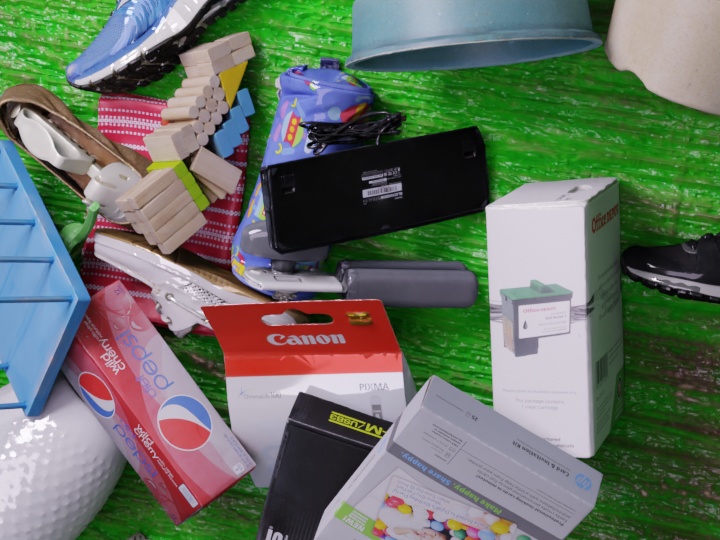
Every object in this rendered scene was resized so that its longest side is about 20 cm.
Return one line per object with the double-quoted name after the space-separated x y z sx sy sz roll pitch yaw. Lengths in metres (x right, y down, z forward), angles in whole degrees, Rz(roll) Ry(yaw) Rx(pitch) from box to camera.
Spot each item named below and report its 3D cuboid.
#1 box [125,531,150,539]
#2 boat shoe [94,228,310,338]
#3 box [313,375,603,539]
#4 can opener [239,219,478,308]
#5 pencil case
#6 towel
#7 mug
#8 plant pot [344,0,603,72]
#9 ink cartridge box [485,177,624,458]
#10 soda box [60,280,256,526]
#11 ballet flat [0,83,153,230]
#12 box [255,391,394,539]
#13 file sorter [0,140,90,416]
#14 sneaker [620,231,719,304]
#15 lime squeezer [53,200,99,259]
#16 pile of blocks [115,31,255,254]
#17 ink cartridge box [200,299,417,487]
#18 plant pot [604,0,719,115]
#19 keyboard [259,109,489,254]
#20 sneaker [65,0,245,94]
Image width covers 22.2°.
-0.151 0.328 1.646 0.200 0.068 0.082 35 108 7 "box"
-0.145 0.026 1.565 0.199 0.071 0.070 25 101 7 "boat shoe"
0.073 0.188 1.446 0.156 0.041 0.200 31 133 -5 "box"
0.000 0.000 1.503 0.199 0.053 0.067 6 107 -16 "can opener"
-0.051 -0.077 1.536 0.087 0.078 0.201 21 105 18 "pencil case"
-0.175 -0.048 1.608 0.144 0.022 0.201 11 103 13 "towel"
-0.310 0.155 1.616 0.175 0.148 0.200 -45 90 6 "mug"
0.078 -0.262 1.415 0.199 0.200 0.197 -6 91 17 "plant pot"
0.158 0.033 1.461 0.084 0.146 0.201 0 99 18 "ink cartridge box"
-0.180 0.112 1.557 0.200 0.070 0.063 53 144 3 "soda box"
-0.235 -0.091 1.568 0.200 0.072 0.068 39 107 6 "ballet flat"
0.013 0.215 1.544 0.192 0.048 0.201 17 125 1 "box"
-0.334 0.005 1.536 0.200 0.122 0.139 58 133 36 "file sorter"
0.309 -0.014 1.458 0.199 0.076 0.088 9 88 11 "sneaker"
-0.264 -0.040 1.602 0.200 0.038 0.071 8 124 50 "lime squeezer"
-0.143 -0.108 1.550 0.062 0.082 0.201 3 64 54 "pile of blocks"
-0.036 0.106 1.527 0.159 0.047 0.200 -2 138 17 "ink cartridge box"
0.274 -0.225 1.371 0.200 0.200 0.184 25 118 10 "plant pot"
0.009 -0.082 1.495 0.199 0.040 0.105 -12 109 -23 "keyboard"
-0.175 -0.226 1.556 0.200 0.079 0.089 -39 77 13 "sneaker"
